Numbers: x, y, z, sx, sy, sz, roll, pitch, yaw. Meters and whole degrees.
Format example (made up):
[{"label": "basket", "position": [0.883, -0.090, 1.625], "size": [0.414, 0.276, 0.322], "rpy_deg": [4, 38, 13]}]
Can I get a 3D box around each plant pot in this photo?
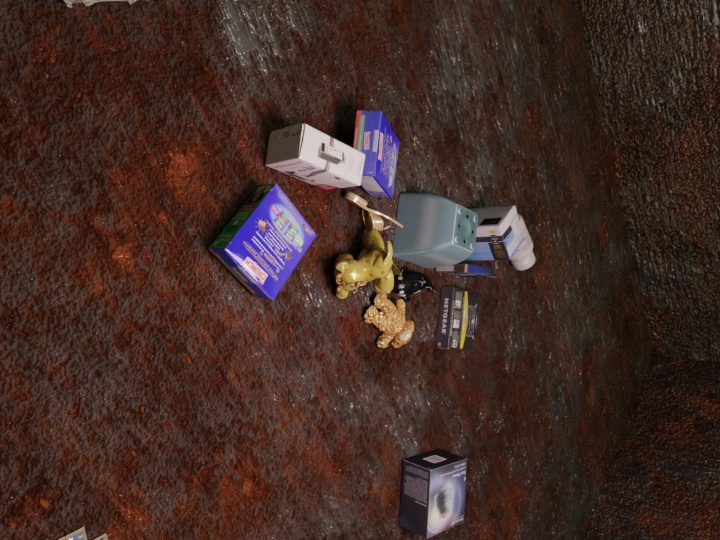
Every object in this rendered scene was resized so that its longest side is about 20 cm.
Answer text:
[{"label": "plant pot", "position": [0.239, -0.122, 1.577], "size": [0.194, 0.198, 0.200], "rpy_deg": [16, 79, -44]}]

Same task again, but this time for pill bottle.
[{"label": "pill bottle", "position": [0.588, -0.104, 1.985], "size": [0.115, 0.113, 0.201], "rpy_deg": [-53, 124, -30]}]

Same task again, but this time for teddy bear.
[{"label": "teddy bear", "position": [0.090, 0.150, 1.523], "size": [0.145, 0.066, 0.202], "rpy_deg": [-44, 119, -33]}]

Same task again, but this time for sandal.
[{"label": "sandal", "position": [0.024, -0.142, 1.466], "size": [0.210, 0.077, 0.071], "rpy_deg": [29, 91, -35]}]

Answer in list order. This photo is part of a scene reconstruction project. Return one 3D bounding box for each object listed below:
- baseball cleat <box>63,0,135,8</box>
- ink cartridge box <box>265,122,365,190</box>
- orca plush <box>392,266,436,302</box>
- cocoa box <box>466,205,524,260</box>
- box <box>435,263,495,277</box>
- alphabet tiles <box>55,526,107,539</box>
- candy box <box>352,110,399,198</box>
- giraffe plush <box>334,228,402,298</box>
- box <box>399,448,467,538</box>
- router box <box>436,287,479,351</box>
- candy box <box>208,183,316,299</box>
[{"label": "baseball cleat", "position": [-0.481, -0.541, 0.955], "size": [0.199, 0.069, 0.108], "rpy_deg": [-31, 105, -50]}, {"label": "ink cartridge box", "position": [-0.109, -0.267, 1.265], "size": [0.198, 0.145, 0.085], "rpy_deg": [16, 81, -43]}, {"label": "orca plush", "position": [0.178, 0.048, 1.606], "size": [0.198, 0.070, 0.108], "rpy_deg": [18, 78, -44]}, {"label": "cocoa box", "position": [0.423, -0.122, 1.760], "size": [0.133, 0.198, 0.133], "rpy_deg": [-45, 120, -35]}, {"label": "box", "position": [0.354, 0.001, 1.748], "size": [0.198, 0.120, 0.033], "rpy_deg": [9, 83, -45]}, {"label": "alphabet tiles", "position": [-0.544, 0.568, 0.936], "size": [0.198, 0.006, 0.170], "rpy_deg": [-16, 102, -43]}, {"label": "candy box", "position": [0.041, -0.306, 1.410], "size": [0.200, 0.075, 0.173], "rpy_deg": [31, 66, -72]}, {"label": "giraffe plush", "position": [0.000, 0.000, 1.387], "size": [0.159, 0.200, 0.176], "rpy_deg": [-16, 107, -13]}, {"label": "box", "position": [0.229, 0.686, 1.631], "size": [0.198, 0.122, 0.203], "rpy_deg": [5, 89, -44]}, {"label": "router box", "position": [0.330, 0.166, 1.773], "size": [0.155, 0.052, 0.205], "rpy_deg": [12, 82, -44]}, {"label": "candy box", "position": [-0.217, -0.065, 1.197], "size": [0.170, 0.076, 0.202], "rpy_deg": [52, 55, -33]}]
